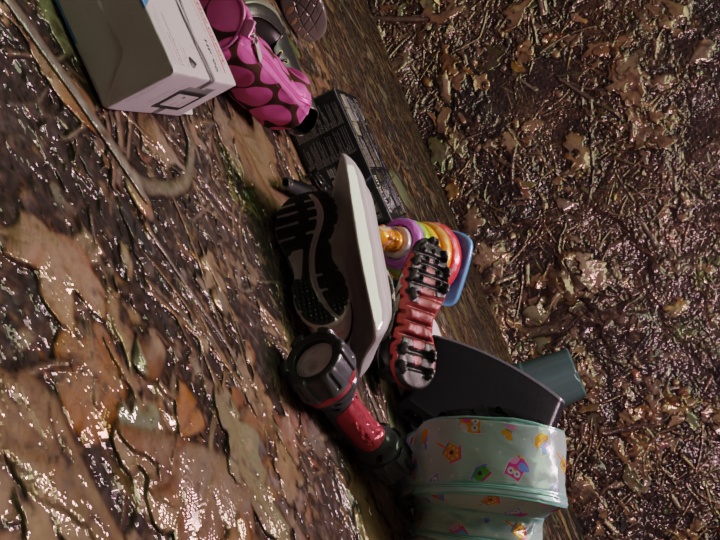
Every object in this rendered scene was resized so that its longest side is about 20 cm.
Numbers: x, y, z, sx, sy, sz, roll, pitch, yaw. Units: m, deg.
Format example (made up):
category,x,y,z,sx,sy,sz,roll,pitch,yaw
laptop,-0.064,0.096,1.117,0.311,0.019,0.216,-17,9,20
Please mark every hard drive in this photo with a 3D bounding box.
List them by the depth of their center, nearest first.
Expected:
category,x,y,z,sx,sy,sz,roll,pitch,yaw
hard drive,0.158,0.172,1.186,0.136,0.198,0.043,-59,171,-25

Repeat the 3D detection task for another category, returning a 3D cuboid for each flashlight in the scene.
category,x,y,z,sx,sy,sz,roll,pitch,yaw
flashlight,-0.004,0.140,0.891,0.201,0.067,0.068,56,14,-39

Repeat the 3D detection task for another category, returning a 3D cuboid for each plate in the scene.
category,x,y,z,sx,sy,sz,roll,pitch,yaw
plate,0.000,0.000,1.019,0.200,0.032,0.203,109,-28,-70

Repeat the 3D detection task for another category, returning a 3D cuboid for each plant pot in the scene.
category,x,y,z,sx,sy,sz,roll,pitch,yaw
plant pot,0.546,0.334,2.689,0.202,0.194,0.201,62,12,-22

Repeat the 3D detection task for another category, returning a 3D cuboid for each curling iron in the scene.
category,x,y,z,sx,sy,sz,roll,pitch,yaw
curling iron,-0.072,-0.105,1.164,0.050,0.025,0.200,58,12,2

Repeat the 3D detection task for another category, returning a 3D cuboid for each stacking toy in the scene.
category,x,y,z,sx,sy,sz,roll,pitch,yaw
stacking toy,0.062,-0.030,1.253,0.199,0.115,0.112,23,82,-57

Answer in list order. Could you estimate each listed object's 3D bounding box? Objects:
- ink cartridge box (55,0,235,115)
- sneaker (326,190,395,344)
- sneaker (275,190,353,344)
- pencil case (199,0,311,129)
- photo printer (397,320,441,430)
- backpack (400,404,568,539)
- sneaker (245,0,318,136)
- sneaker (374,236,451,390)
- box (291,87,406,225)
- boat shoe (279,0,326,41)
category,x,y,z,sx,sy,sz,roll,pitch,yaw
ink cartridge box,-0.173,-0.200,0.781,0.200,0.067,0.118,-42,108,-78
sneaker,-0.005,0.001,1.170,0.089,0.076,0.203,76,-3,-78
sneaker,-0.048,-0.001,1.000,0.081,0.072,0.202,75,6,-51
pencil case,-0.119,-0.226,1.017,0.200,0.092,0.092,35,63,-66
photo printer,0.088,0.134,1.310,0.166,0.069,0.203,39,30,-67
backpack,0.132,0.225,0.980,0.201,0.172,0.156,103,-6,-64
sneaker,-0.105,-0.252,1.145,0.107,0.074,0.200,62,8,22
sneaker,0.060,0.055,1.181,0.070,0.097,0.204,21,70,-27
box,-0.018,-0.149,1.336,0.203,0.085,0.164,66,11,-2
boat shoe,-0.116,-0.499,1.602,0.074,0.073,0.202,-96,160,-56
